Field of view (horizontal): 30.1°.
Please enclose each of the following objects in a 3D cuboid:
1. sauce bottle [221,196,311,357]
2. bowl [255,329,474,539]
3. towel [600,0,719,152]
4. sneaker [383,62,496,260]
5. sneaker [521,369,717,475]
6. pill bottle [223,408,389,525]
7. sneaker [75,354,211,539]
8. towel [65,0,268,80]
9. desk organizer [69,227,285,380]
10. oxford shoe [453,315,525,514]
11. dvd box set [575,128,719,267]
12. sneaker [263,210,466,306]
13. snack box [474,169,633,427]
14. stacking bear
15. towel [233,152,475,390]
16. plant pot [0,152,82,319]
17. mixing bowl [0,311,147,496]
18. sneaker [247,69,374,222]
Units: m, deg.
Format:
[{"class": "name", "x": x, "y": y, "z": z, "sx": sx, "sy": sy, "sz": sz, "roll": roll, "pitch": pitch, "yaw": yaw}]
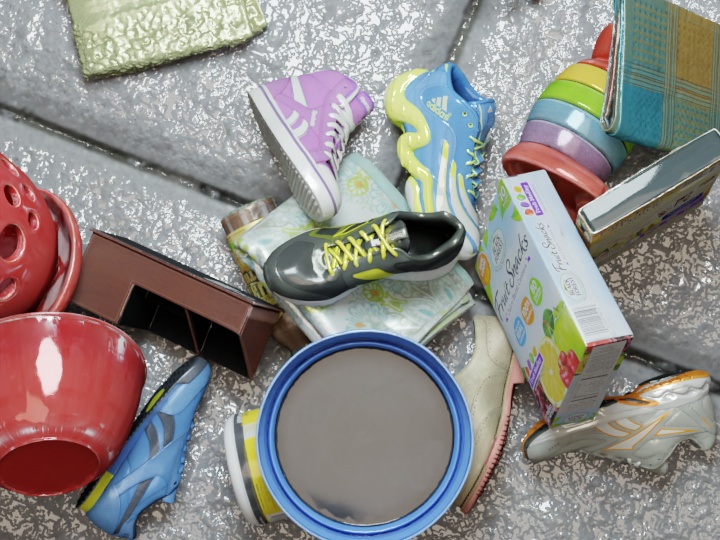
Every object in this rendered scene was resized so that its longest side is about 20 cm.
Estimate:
[{"class": "sauce bottle", "x": -0.075, "y": 0.026, "z": 1.346, "sx": 0.065, "sy": 0.065, "sz": 0.200, "roll": -25, "pitch": 85, "yaw": 0}, {"class": "bowl", "x": 0.004, "y": 0.154, "z": 1.237, "sx": 0.201, "sy": 0.039, "sz": 0.201, "roll": 0, "pitch": 87, "yaw": 0}, {"class": "towel", "x": 0.306, "y": -0.186, "z": 1.307, "sx": 0.200, "sy": 0.022, "sz": 0.147, "roll": 9, "pitch": 86, "yaw": -42}, {"class": "sneaker", "x": 0.093, "y": -0.114, "z": 1.325, "sx": 0.105, "sy": 0.076, "sz": 0.200, "roll": -25, "pitch": 84, "yaw": 39}, {"class": "sneaker", "x": 0.262, "y": 0.168, "z": 1.327, "sx": 0.200, "sy": 0.076, "sz": 0.092, "roll": -18, "pitch": 91, "yaw": 2}, {"class": "pill bottle", "x": -0.026, "y": 0.174, "z": 1.313, "sx": 0.200, "sy": 0.112, "sz": 0.112, "roll": -14, "pitch": 87, "yaw": 1}, {"class": "sneaker", "x": -0.200, "y": 0.179, "z": 1.347, "sx": 0.078, "sy": 0.066, "sz": 0.200, "roll": 36, "pitch": 89, "yaw": -9}, {"class": "towel", "x": -0.207, "y": -0.284, "z": 1.382, "sx": 0.200, "sy": 0.036, "sz": 0.148, "roll": -16, "pitch": 87, "yaw": 0}, {"class": "desk organizer", "x": -0.185, "y": 0.033, "z": 1.317, "sx": 0.200, "sy": 0.072, "sz": 0.077, "roll": 23, "pitch": 91, "yaw": 22}, {"class": "oxford shoe", "x": 0.115, "y": 0.141, "z": 1.337, "sx": 0.075, "sy": 0.070, "sz": 0.200, "roll": 17, "pitch": 77, "yaw": 6}, {"class": "dvd box set", "x": 0.270, "y": -0.060, "z": 1.273, "sx": 0.146, "sy": 0.200, "sz": 0.029, "roll": -31, "pitch": 77, "yaw": 1}, {"class": "sneaker", "x": 0.006, "y": -0.023, "z": 1.252, "sx": 0.200, "sy": 0.085, "sz": 0.074, "roll": -13, "pitch": 74, "yaw": -18}, {"class": "snack box", "x": 0.176, "y": 0.027, "z": 1.259, "sx": 0.053, "sy": 0.142, "sz": 0.200, "roll": -10, "pitch": 55, "yaw": -17}, {"class": "stacking bear", "x": 0.238, "y": -0.161, "z": 1.330, "sx": 0.114, "sy": 0.121, "sz": 0.200, "roll": 32, "pitch": 79, "yaw": 7}, {"class": "towel", "x": 0.000, "y": 0.000, "z": 1.318, "sx": 0.171, "sy": 0.048, "sz": 0.200, "roll": -39, "pitch": 86, "yaw": -32}, {"class": "plant pot", "x": -0.384, "y": -0.025, "z": 1.280, "sx": 0.200, "sy": 0.182, "sz": 0.200, "roll": -10, "pitch": 68, "yaw": 27}, {"class": "mixing bowl", "x": -0.299, "y": 0.144, "z": 1.268, "sx": 0.200, "sy": 0.200, "sz": 0.108, "roll": -14, "pitch": 51, "yaw": 1}, {"class": "sneaker", "x": -0.031, "y": -0.135, "z": 1.311, "sx": 0.114, "sy": 0.073, "sz": 0.200, "roll": -19, "pitch": 48, "yaw": -8}]
